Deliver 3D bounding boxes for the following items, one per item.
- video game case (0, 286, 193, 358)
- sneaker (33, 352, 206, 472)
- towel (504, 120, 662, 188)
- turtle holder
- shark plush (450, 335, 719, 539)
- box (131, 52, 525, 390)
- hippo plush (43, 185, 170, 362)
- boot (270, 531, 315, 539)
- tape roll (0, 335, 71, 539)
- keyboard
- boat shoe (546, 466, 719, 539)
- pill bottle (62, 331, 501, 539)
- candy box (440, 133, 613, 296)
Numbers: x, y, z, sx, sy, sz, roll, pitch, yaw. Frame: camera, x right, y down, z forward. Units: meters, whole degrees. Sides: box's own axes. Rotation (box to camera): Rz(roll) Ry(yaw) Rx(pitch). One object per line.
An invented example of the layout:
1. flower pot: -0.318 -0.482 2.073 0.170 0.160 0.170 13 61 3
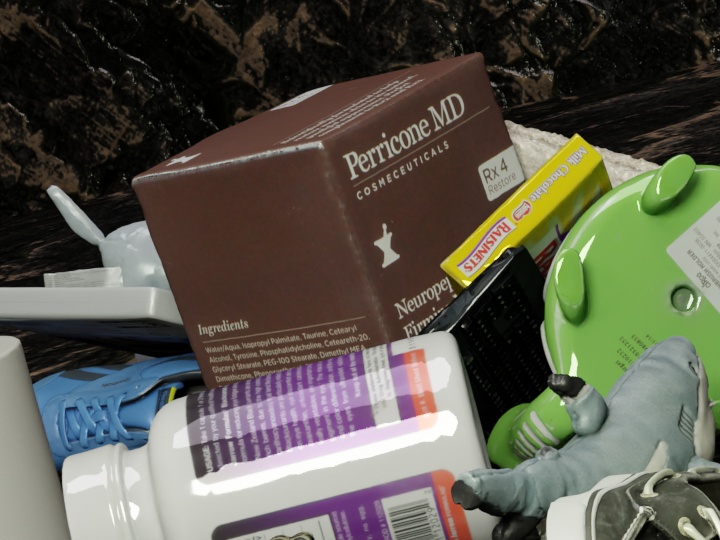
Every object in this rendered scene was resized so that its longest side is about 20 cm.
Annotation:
1. video game case: -0.134 0.036 1.895 0.182 0.024 0.199 14 -10 -43
2. sneaker: -0.156 0.091 1.873 0.199 0.066 0.078 -11 -3 5
3. towel: 0.104 -0.025 1.750 0.199 0.133 0.034 18 33 29
4. turtle holder: 0.159 0.038 1.508 0.140 0.186 0.132 19 -7 1
5. shark plush: 0.097 0.084 1.304 0.199 0.084 0.091 -11 1 -40
6. box: 0.000 0.000 1.708 0.164 0.201 0.166 -8 16 43
7. hippo plush: -0.129 0.040 2.123 0.199 0.160 0.161 0 -24 0
8. boot: -0.089 0.163 1.212 0.153 0.074 0.204 -12 9 2
9. tape roll: -0.262 0.130 1.548 0.202 0.140 0.203 -15 8 2
10. keyboard: 0.078 0.060 1.543 0.104 0.040 0.200 -44 -24 -2
11. boat shoe: 0.121 0.113 1.161 0.063 0.071 0.200 -14 5 17
12. pill bottle: -0.037 0.106 1.380 0.199 0.112 0.111 -14 7 3
13. candy box: 0.105 0.003 1.576 0.102 0.026 0.200 -46 -23 -6
